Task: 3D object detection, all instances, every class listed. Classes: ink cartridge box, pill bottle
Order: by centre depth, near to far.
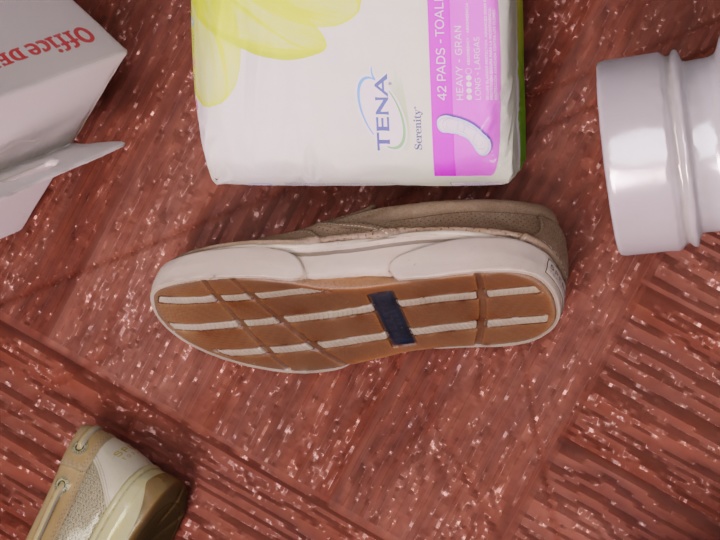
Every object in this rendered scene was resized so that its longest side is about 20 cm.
[{"bbox_3d":[0.209,-0.062,0.896,0.199,0.114,0.115,-7,85,10],"label":"pill bottle"},{"bbox_3d":[-0.221,-0.093,0.951,0.200,0.128,0.125,44,123,10],"label":"ink cartridge box"}]

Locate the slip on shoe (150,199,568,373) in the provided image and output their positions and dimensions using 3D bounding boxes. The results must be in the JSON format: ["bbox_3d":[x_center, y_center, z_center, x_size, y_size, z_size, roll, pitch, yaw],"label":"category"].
[{"bbox_3d":[0.000,0.000,0.962,0.199,0.076,0.061,-6,45,18],"label":"slip on shoe"}]

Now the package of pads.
[{"bbox_3d":[-0.004,-0.138,0.934,0.154,0.068,0.201,1,108,12],"label":"package of pads"}]

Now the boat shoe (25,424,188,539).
[{"bbox_3d":[-0.162,0.172,0.975,0.063,0.073,0.201,33,90,18],"label":"boat shoe"}]
